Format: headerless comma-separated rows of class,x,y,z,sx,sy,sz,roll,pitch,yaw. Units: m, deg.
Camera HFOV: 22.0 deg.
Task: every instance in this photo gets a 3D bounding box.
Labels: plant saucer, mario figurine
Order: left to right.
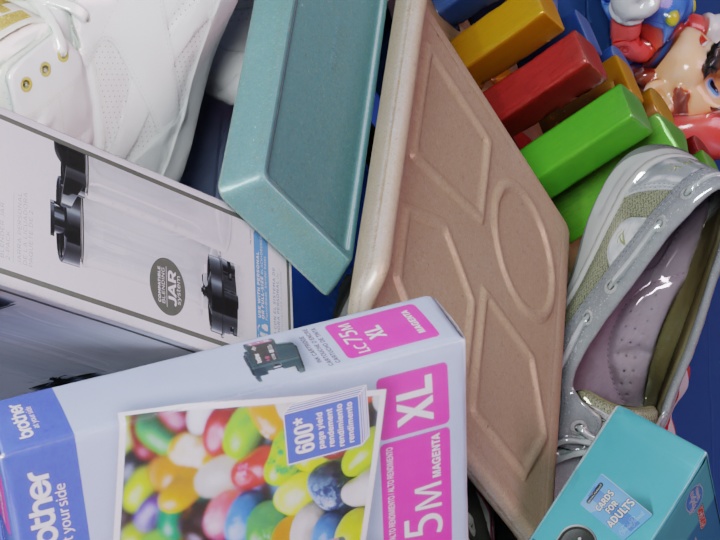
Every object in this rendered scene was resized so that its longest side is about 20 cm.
plant saucer,-0.016,-0.089,0.743,0.070,0.019,0.202,43,41,-37
mario figurine,0.208,-0.168,1.202,0.123,0.106,0.201,-31,98,-20

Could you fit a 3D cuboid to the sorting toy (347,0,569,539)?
sorting toy,0.042,0.002,0.792,0.201,0.036,0.186,57,31,-42

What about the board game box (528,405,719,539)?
board game box,0.084,0.177,0.791,0.201,0.047,0.151,-54,151,-16

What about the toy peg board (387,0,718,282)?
toy peg board,0.121,-0.085,1.002,0.199,0.097,0.201,31,35,-48

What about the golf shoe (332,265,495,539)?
golf shoe,0.032,0.091,0.814,0.088,0.076,0.202,-177,-101,-85

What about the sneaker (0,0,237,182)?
sneaker,-0.103,-0.107,0.696,0.115,0.073,0.202,-16,124,-54

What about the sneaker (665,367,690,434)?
sneaker,0.134,0.109,0.993,0.201,0.077,0.116,62,35,-52

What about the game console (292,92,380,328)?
game console,0.000,0.000,0.920,0.171,0.118,0.200,-51,125,-14

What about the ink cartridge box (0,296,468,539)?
ink cartridge box,-0.057,0.089,0.650,0.198,0.042,0.121,-12,119,-16

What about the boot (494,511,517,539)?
boot,0.098,0.210,0.942,0.162,0.073,0.201,-1,86,-54

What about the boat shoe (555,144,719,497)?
boat shoe,0.127,0.041,0.896,0.074,0.065,0.204,17,100,-22

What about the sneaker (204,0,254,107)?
sneaker,-0.029,-0.142,0.843,0.201,0.074,0.100,-68,158,-53

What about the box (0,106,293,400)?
box,-0.126,0.000,0.645,0.199,0.116,0.061,21,62,-50
